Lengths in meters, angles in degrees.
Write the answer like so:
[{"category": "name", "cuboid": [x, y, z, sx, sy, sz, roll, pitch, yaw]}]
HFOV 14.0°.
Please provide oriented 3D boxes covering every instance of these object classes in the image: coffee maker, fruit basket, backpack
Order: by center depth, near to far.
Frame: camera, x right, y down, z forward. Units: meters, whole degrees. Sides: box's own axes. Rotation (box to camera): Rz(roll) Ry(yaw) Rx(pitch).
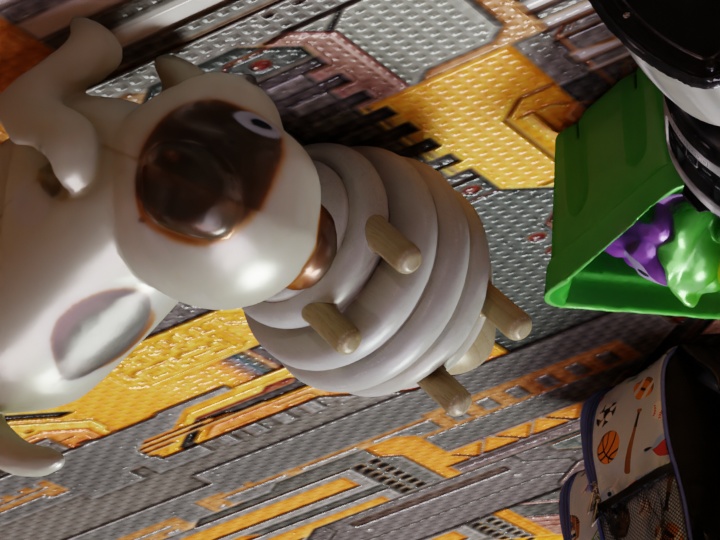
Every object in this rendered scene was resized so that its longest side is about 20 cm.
[{"category": "coffee maker", "cuboid": [0.208, -0.119, 1.296, 0.192, 0.135, 0.200, -18, 156, 12]}, {"category": "fruit basket", "cuboid": [0.211, -0.001, 1.474, 0.215, 0.216, 0.155, 5, 151, -33]}, {"category": "backpack", "cuboid": [0.216, 0.147, 1.810, 0.154, 0.191, 0.200, -24, 150, 36]}]

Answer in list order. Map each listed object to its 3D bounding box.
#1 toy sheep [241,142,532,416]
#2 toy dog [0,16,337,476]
[{"category": "toy sheep", "cuboid": [0.000, 0.000, 1.463, 0.138, 0.138, 0.200, -25, 141, 26]}, {"category": "toy dog", "cuboid": [-0.112, -0.021, 1.304, 0.200, 0.194, 0.140, -19, 143, 29]}]
